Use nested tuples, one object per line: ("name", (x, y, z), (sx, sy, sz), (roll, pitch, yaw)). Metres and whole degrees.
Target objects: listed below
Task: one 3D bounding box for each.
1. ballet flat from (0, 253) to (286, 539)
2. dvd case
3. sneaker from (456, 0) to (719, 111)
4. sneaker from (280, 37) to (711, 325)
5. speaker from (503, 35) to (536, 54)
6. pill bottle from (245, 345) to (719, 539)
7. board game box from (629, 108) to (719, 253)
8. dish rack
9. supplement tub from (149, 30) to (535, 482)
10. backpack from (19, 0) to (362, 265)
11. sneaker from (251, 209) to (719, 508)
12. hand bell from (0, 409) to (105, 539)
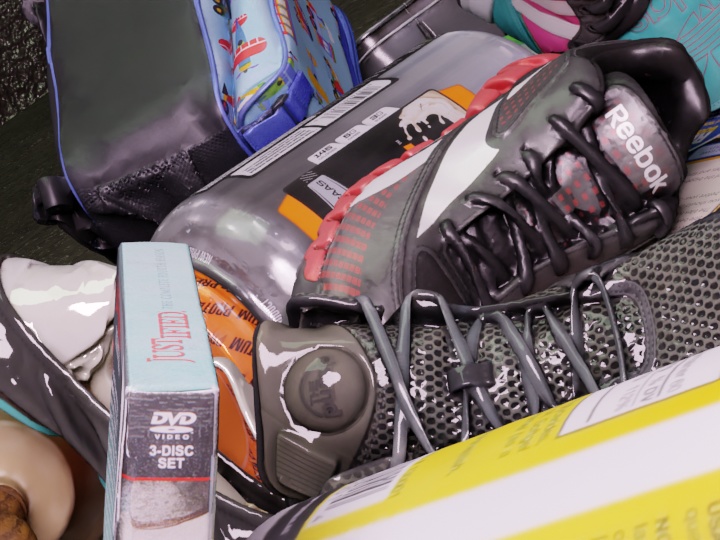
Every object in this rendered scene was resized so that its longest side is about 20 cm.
("ballet flat", (-0.078, 0.043, 0.714), (0.068, 0.200, 0.068), (-48, -6, 11))
("dvd case", (-0.048, 0.105, 0.465), (0.022, 0.202, 0.146), (1, 11, -7))
("sneaker", (0.099, -0.113, 0.785), (0.084, 0.120, 0.200), (-61, -6, -4))
("sneaker", (0.053, -0.022, 0.703), (0.098, 0.071, 0.200), (-19, 17, 48))
("speaker", (0.113, -0.077, 0.938), (0.199, 0.089, 0.088), (-18, 19, 44))
("pill bottle", (0.074, 0.076, 0.425), (0.199, 0.115, 0.114), (-23, 16, 32))
("board game box", (0.124, -0.004, 0.737), (0.200, 0.047, 0.151), (-40, 16, -29))
("dish rack", (0.048, -0.101, 1.116), (0.153, 0.055, 0.200), (-37, -9, -19))
("supplement tub", (0.000, 0.000, 0.815), (0.200, 0.123, 0.122), (-37, 14, -35))
("backpack", (-0.055, -0.053, 0.970), (0.134, 0.200, 0.184), (-25, 45, 13))
("sneaker", (0.044, 0.034, 0.584), (0.199, 0.114, 0.077), (-31, 55, 41))
("hand bell", (-0.125, 0.088, 0.725), (0.104, 0.105, 0.200), (-32, 12, -3))
